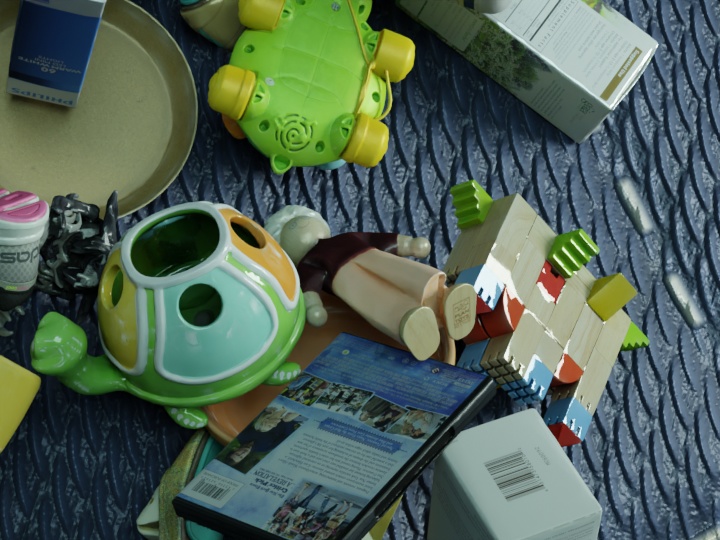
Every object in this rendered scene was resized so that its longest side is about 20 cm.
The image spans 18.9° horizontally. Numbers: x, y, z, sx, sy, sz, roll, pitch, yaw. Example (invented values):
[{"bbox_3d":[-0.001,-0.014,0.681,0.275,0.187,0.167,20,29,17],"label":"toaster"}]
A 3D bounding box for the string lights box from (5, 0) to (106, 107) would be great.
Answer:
[{"bbox_3d":[-0.217,-0.207,1.591,0.059,0.200,0.103,12,71,-9],"label":"string lights box"}]

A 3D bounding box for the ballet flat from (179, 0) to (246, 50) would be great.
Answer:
[{"bbox_3d":[-0.072,-0.259,1.757,0.063,0.069,0.200,48,68,-26],"label":"ballet flat"}]

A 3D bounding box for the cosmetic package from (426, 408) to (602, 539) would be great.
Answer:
[{"bbox_3d":[0.103,0.210,1.553,0.085,0.200,0.108,-17,50,-18],"label":"cosmetic package"}]

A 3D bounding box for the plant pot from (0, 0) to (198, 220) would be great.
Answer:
[{"bbox_3d":[-0.226,-0.126,1.686,0.199,0.027,0.201,4,71,-12],"label":"plant pot"}]

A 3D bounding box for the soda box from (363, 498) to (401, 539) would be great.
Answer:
[{"bbox_3d":[-0.030,0.211,1.605,0.068,0.064,0.200,28,68,-3],"label":"soda box"}]

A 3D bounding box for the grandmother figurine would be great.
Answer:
[{"bbox_3d":[0.000,0.000,1.618,0.121,0.200,0.061,-20,123,-36],"label":"grandmother figurine"}]

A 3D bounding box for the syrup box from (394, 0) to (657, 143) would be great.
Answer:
[{"bbox_3d":[0.135,-0.202,1.771,0.200,0.079,0.082,36,68,0],"label":"syrup box"}]

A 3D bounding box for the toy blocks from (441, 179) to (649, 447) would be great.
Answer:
[{"bbox_3d":[0.125,0.044,1.656,0.200,0.100,0.137,46,50,-24],"label":"toy blocks"}]

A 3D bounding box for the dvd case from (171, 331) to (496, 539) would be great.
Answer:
[{"bbox_3d":[-0.017,0.122,1.509,0.142,0.018,0.200,16,46,37],"label":"dvd case"}]

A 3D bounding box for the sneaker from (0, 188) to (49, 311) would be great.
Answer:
[{"bbox_3d":[-0.310,-0.013,1.520,0.199,0.074,0.088,5,109,16],"label":"sneaker"}]

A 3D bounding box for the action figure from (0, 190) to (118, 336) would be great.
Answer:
[{"bbox_3d":[-0.251,-0.012,1.597,0.199,0.119,0.102,16,28,-3],"label":"action figure"}]

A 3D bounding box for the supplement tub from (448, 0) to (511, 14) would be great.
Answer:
[{"bbox_3d":[0.040,-0.293,1.664,0.199,0.145,0.145,20,68,6],"label":"supplement tub"}]

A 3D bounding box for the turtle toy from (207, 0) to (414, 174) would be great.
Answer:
[{"bbox_3d":[-0.038,-0.162,1.703,0.145,0.101,0.201,21,69,-8],"label":"turtle toy"}]

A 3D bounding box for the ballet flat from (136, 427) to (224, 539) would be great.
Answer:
[{"bbox_3d":[-0.135,0.208,1.585,0.070,0.071,0.201,6,69,-12],"label":"ballet flat"}]

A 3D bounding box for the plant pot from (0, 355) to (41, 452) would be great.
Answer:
[{"bbox_3d":[-0.352,0.108,1.500,0.200,0.201,0.189,30,84,-3],"label":"plant pot"}]

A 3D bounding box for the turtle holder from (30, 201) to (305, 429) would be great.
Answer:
[{"bbox_3d":[-0.137,0.021,1.560,0.185,0.132,0.141,-2,53,11],"label":"turtle holder"}]

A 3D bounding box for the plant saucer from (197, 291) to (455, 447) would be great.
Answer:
[{"bbox_3d":[-0.027,0.079,1.617,0.199,0.038,0.200,-5,40,4],"label":"plant saucer"}]
